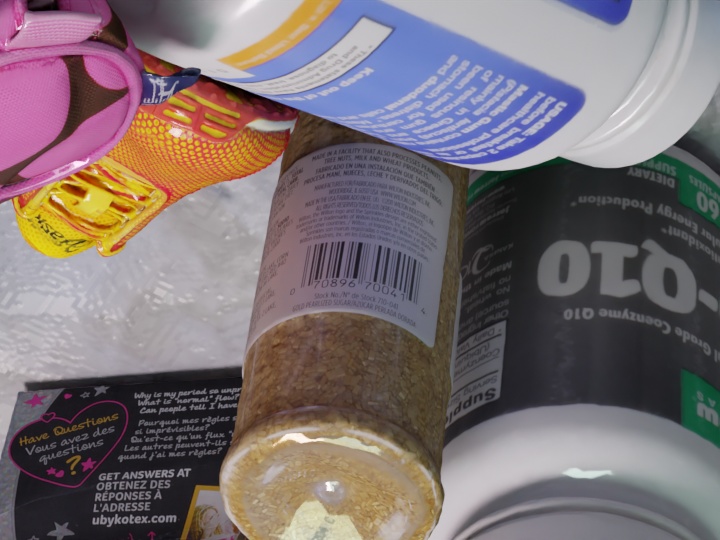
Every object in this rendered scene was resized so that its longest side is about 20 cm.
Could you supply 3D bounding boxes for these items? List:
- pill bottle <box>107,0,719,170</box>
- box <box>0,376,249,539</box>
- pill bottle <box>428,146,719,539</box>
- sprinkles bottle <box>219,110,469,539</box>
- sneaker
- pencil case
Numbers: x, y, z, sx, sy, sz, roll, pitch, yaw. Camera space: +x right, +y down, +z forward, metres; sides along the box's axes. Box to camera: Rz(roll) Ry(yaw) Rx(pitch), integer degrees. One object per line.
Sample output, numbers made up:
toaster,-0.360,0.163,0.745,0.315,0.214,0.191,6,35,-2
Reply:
pill bottle,0.020,-0.093,0.779,0.112,0.112,0.200,-32,148,32
box,-0.064,0.149,1.055,0.132,0.115,0.200,-4,132,13
pill bottle,0.076,0.057,0.877,0.113,0.200,0.113,3,134,4
sprinkles bottle,0.000,0.000,0.841,0.068,0.200,0.068,4,134,4
sneaker,-0.072,-0.036,0.832,0.073,0.077,0.200,26,174,-14
pencil case,-0.122,-0.115,0.707,0.091,0.200,0.094,-17,157,-23
